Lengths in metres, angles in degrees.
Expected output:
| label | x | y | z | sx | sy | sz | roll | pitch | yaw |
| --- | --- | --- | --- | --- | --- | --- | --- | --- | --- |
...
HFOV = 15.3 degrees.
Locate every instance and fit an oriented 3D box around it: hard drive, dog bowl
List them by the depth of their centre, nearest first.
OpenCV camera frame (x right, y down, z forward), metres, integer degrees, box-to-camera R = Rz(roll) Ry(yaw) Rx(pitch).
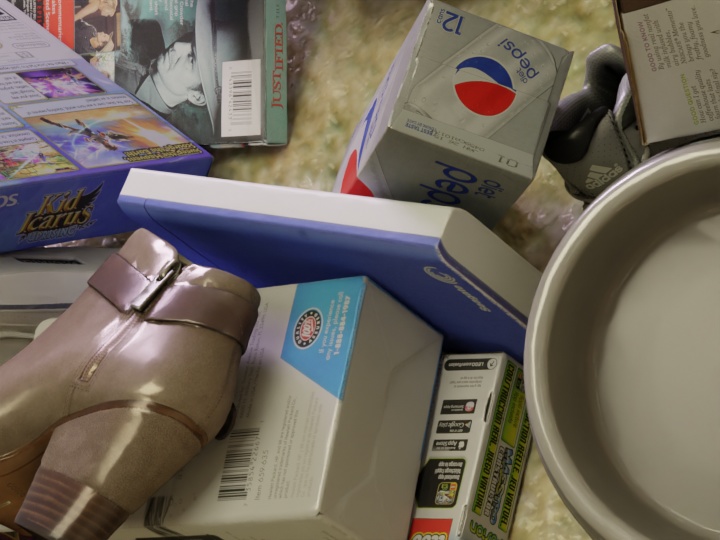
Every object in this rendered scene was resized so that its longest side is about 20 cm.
| label | x | y | z | sx | sy | sz | roll | pitch | yaw |
| --- | --- | --- | --- | --- | --- | --- | --- | --- | --- |
| dog bowl | 0.155 | 0.038 | 1.062 | 0.200 | 0.059 | 0.200 | -2 | 83 | 15 |
| hard drive | 0.000 | 0.000 | 1.226 | 0.200 | 0.132 | 0.025 | 9 | 70 | 43 |

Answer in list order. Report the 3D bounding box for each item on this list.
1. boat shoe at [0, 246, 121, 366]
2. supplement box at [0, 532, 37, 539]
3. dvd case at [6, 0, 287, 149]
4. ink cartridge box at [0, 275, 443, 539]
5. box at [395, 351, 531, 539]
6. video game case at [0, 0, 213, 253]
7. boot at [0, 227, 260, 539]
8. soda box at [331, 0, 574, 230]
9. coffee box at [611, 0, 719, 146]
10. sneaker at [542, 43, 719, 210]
| label | x | y | z | sx | sy | sz | roll | pitch | yaw |
| --- | --- | --- | --- | --- | --- | --- | --- | --- | --- |
| boat shoe | -0.180 | 0.025 | 1.326 | 0.071 | 0.200 | 0.070 | 28 | 113 | 55 |
| supplement box | -0.263 | 0.084 | 1.347 | 0.103 | 0.200 | 0.131 | -31 | 48 | 23 |
| dvd case | -0.122 | -0.135 | 1.449 | 0.200 | 0.022 | 0.146 | -2 | 88 | 39 |
| ink cartridge box | -0.068 | 0.076 | 1.233 | 0.200 | 0.067 | 0.116 | -7 | 62 | 37 |
| box | -0.016 | 0.096 | 1.251 | 0.200 | 0.035 | 0.110 | -3 | 63 | 39 |
| video game case | -0.207 | -0.076 | 1.373 | 0.181 | 0.200 | 0.045 | 36 | 119 | 30 |
| boot | -0.132 | 0.047 | 1.216 | 0.200 | 0.070 | 0.146 | 20 | 73 | 44 |
| soda box | 0.033 | -0.051 | 1.196 | 0.200 | 0.068 | 0.064 | 127 | 162 | -73 |
| coffee box | 0.202 | -0.129 | 1.102 | 0.200 | 0.080 | 0.114 | -11 | 30 | 6 |
| sneaker | 0.115 | -0.010 | 1.148 | 0.075 | 0.115 | 0.200 | -24 | 51 | 27 |
